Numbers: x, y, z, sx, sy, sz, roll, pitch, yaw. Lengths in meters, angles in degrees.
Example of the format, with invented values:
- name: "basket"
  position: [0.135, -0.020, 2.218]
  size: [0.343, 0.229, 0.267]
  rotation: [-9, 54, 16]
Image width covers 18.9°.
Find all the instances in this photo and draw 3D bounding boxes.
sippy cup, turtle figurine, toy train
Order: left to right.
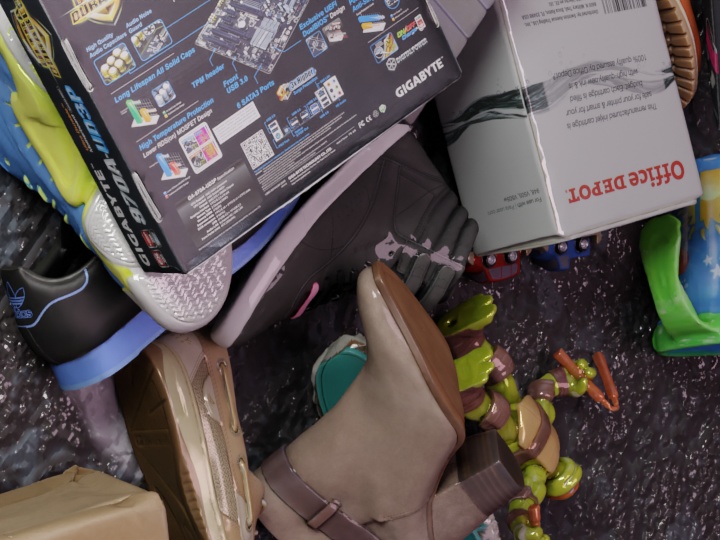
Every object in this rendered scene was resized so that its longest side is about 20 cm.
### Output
- name: "toy train"
  position: [0.084, -0.014, 1.390]
  size: [0.199, 0.034, 0.046]
  rotation: [-10, 102, -40]
- name: "turtle figurine"
  position: [0.103, 0.093, 1.394]
  size: [0.162, 0.064, 0.201]
  rotation: [53, 40, -32]
- name: "sippy cup"
  position: [0.265, -0.012, 1.498]
  size: [0.178, 0.138, 0.132]
  rotation: [28, 57, -79]

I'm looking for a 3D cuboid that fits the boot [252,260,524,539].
- name: "boot"
  position: [-0.002, 0.100, 1.254]
  size: [0.201, 0.145, 0.070]
  rotation: [58, 18, -26]

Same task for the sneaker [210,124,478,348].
- name: "sneaker"
  position: [0.000, 0.000, 1.253]
  size: [0.099, 0.071, 0.200]
  rotation: [44, 51, -1]

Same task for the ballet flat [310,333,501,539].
- name: "ballet flat"
  position: [0.029, 0.108, 1.339]
  size: [0.072, 0.071, 0.201]
  rotation: [-46, 123, -30]

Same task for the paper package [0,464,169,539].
- name: "paper package"
  position: [-0.190, 0.224, 1.113]
  size: [0.189, 0.103, 0.202]
  rotation: [-13, 101, -39]

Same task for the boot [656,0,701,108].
- name: "boot"
  position: [0.199, -0.211, 1.460]
  size: [0.107, 0.075, 0.202]
  rotation: [-41, 120, -42]

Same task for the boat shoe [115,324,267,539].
- name: "boat shoe"
  position: [-0.082, 0.132, 1.225]
  size: [0.064, 0.071, 0.202]
  rotation: [-19, 103, -39]

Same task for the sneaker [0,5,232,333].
- name: "sneaker"
  position: [-0.138, -0.057, 1.129]
  size: [0.075, 0.105, 0.201]
  rotation: [-27, 93, -29]

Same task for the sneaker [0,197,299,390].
- name: "sneaker"
  position: [-0.112, -0.023, 1.191]
  size: [0.200, 0.070, 0.078]
  rotation: [-45, 117, -33]

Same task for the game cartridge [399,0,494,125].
- name: "game cartridge"
  position: [-0.001, -0.190, 1.176]
  size: [0.200, 0.038, 0.130]
  rotation: [45, 69, -38]

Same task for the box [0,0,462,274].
- name: "box"
  position: [-0.059, -0.117, 1.077]
  size: [0.200, 0.046, 0.160]
  rotation: [-37, 111, -26]

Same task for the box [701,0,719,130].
- name: "box"
  position: [0.278, -0.211, 1.438]
  size: [0.123, 0.105, 0.201]
  rotation: [-86, 169, -51]

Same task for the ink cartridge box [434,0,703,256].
- name: "ink cartridge box"
  position: [0.121, -0.121, 1.362]
  size: [0.146, 0.083, 0.202]
  rotation: [-14, 90, -41]
